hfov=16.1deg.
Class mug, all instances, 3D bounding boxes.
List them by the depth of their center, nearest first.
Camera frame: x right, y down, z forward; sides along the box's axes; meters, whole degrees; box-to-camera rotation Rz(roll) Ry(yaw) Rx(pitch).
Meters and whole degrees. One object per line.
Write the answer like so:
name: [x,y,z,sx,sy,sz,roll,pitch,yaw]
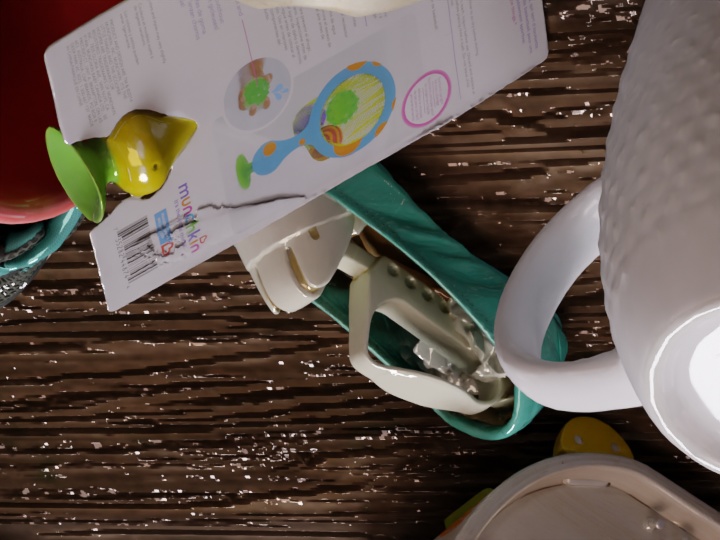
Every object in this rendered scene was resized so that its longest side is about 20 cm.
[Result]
mug: [0.133,-0.011,0.880,0.199,0.176,0.148,-20,123,33]

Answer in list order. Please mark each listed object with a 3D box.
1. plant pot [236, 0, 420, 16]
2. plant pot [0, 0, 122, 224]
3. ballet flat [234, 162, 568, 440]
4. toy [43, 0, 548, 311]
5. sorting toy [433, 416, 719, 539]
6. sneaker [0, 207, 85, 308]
plant pot: [-0.012,-0.183,0.771,0.199,0.201,0.184,9,145,10]
plant pot: [-0.185,-0.120,0.888,0.176,0.201,0.201,5,135,29]
ballet flat: [0.000,0.000,1.011,0.200,0.071,0.067,37,133,-16]
toy: [-0.026,-0.083,0.891,0.047,0.199,0.116,35,148,39]
sorting toy: [0.086,0.164,1.128,0.199,0.107,0.180,33,141,-15]
sneaker: [-0.145,-0.031,1.015,0.077,0.092,0.200,29,135,-9]
